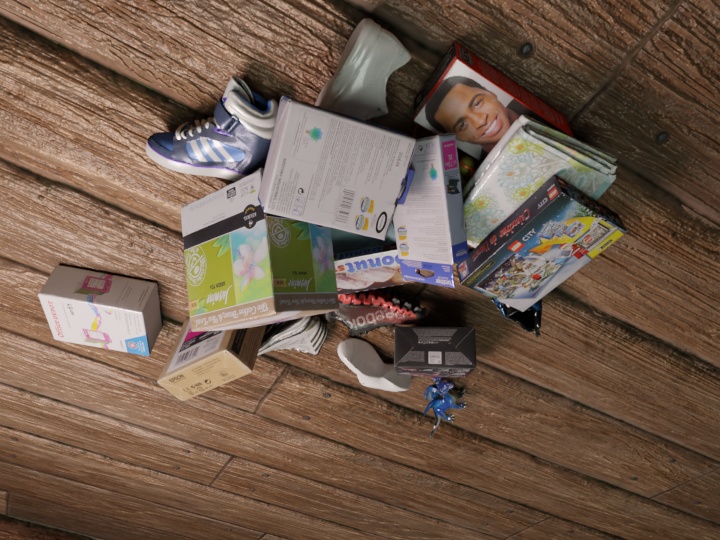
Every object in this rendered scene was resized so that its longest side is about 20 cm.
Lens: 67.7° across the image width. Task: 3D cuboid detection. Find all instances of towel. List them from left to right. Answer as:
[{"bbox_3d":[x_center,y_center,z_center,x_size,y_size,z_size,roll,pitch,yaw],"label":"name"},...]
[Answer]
[{"bbox_3d":[0.231,-0.105,0.749,0.169,0.049,0.201,17,132,-20],"label":"towel"}]

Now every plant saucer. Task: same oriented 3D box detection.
[{"bbox_3d":[-0.037,-0.064,0.910,0.197,0.039,0.203,3,133,3],"label":"plant saucer"}]

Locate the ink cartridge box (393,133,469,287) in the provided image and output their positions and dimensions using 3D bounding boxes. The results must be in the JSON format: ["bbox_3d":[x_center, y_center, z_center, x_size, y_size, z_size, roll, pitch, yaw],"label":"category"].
[{"bbox_3d":[0.093,-0.083,0.758,0.119,0.041,0.204,8,109,54],"label":"ink cartridge box"}]

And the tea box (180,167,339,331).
[{"bbox_3d":[-0.153,-0.020,0.803,0.198,0.200,0.133,-15,170,39],"label":"tea box"}]

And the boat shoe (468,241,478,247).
[{"bbox_3d":[0.214,-0.057,0.871,0.197,0.066,0.072,15,134,-8],"label":"boat shoe"}]

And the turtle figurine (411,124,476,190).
[{"bbox_3d":[0.131,-0.110,0.807,0.198,0.065,0.162,32,125,-9],"label":"turtle figurine"}]

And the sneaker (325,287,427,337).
[{"bbox_3d":[0.022,0.079,1.003,0.197,0.071,0.099,12,106,-3],"label":"sneaker"}]

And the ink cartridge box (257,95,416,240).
[{"bbox_3d":[-0.018,-0.124,0.683,0.197,0.076,0.138,12,109,-20],"label":"ink cartridge box"}]

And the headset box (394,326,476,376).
[{"bbox_3d":[0.141,0.162,1.038,0.146,0.076,0.200,0,164,7],"label":"headset box"}]

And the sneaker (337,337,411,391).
[{"bbox_3d":[0.014,0.217,1.158,0.199,0.076,0.088,36,139,-27],"label":"sneaker"}]

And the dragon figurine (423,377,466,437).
[{"bbox_3d":[0.175,0.301,1.224,0.098,0.059,0.201,19,132,-12],"label":"dragon figurine"}]

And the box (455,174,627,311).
[{"bbox_3d":[0.253,-0.029,0.768,0.135,0.038,0.200,22,131,-25],"label":"box"}]

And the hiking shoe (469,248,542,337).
[{"bbox_3d":[0.257,0.032,0.937,0.199,0.088,0.074,33,129,-23],"label":"hiking shoe"}]

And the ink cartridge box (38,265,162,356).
[{"bbox_3d":[-0.511,0.082,1.069,0.197,0.085,0.146,11,134,-3],"label":"ink cartridge box"}]

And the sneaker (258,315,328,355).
[{"bbox_3d":[-0.151,0.154,1.105,0.199,0.076,0.115,-28,124,26],"label":"sneaker"}]

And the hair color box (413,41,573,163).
[{"bbox_3d":[0.180,-0.207,0.734,0.198,0.062,0.102,26,131,-17],"label":"hair color box"}]

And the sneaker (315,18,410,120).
[{"bbox_3d":[-0.009,-0.224,0.722,0.088,0.076,0.200,23,130,-21],"label":"sneaker"}]

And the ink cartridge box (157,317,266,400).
[{"bbox_3d":[-0.282,0.143,1.046,0.198,0.166,0.075,-26,125,27],"label":"ink cartridge box"}]

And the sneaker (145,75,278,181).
[{"bbox_3d":[-0.207,-0.212,0.766,0.197,0.081,0.148,13,126,-2],"label":"sneaker"}]

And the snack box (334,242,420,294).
[{"bbox_3d":[0.000,0.000,0.917,0.197,0.024,0.073,-10,124,14],"label":"snack box"}]
